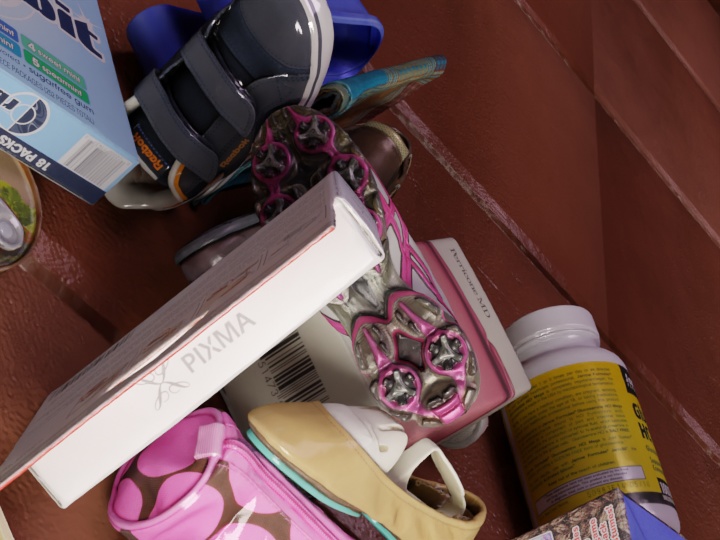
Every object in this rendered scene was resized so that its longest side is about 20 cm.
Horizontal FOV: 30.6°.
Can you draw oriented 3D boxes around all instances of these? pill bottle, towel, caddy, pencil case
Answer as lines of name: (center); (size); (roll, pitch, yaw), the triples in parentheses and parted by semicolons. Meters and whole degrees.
pill bottle: (0.177, 0.136, 1.071); (0.112, 0.112, 0.202); (23, 44, -46)
towel: (-0.025, -0.104, 0.945); (0.022, 0.146, 0.200); (60, 27, 0)
caddy: (-0.068, -0.153, 0.933); (0.106, 0.141, 0.199); (59, 29, 9)
pencil case: (-0.041, 0.161, 0.717); (0.200, 0.093, 0.091); (44, 43, -21)

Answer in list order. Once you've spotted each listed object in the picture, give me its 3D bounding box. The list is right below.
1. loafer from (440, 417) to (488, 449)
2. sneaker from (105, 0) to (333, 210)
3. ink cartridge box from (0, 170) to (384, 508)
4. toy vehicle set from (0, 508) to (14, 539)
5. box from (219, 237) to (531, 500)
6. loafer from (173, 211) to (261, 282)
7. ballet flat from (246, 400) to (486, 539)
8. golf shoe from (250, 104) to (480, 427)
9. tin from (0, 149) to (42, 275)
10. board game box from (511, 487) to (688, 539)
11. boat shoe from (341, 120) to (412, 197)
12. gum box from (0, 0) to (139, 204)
loafer: (0.046, 0.039, 1.008); (0.201, 0.072, 0.063); (61, 21, 11)
sneaker: (-0.090, -0.095, 0.784); (0.079, 0.200, 0.079); (-27, 76, -44)
ink cartridge box: (-0.076, 0.038, 0.617); (0.044, 0.199, 0.174); (51, 6, -11)
toy vehicle set: (-0.164, 0.184, 0.520); (0.124, 0.026, 0.202); (-11, 74, -63)
box: (0.008, 0.062, 0.877); (0.199, 0.108, 0.129); (-10, 70, -60)
loafer: (-0.050, -0.007, 0.896); (0.064, 0.071, 0.200); (64, 26, 5)
ballet flat: (0.009, 0.109, 0.732); (0.069, 0.063, 0.200); (42, -3, 43)
golf shoe: (0.000, 0.000, 0.755); (0.201, 0.072, 0.092); (61, 5, 6)
tin: (-0.249, -0.072, 0.673); (0.200, 0.042, 0.112); (47, 34, -20)
board game box: (0.124, 0.242, 0.790); (0.159, 0.199, 0.098); (37, 33, -34)
boat shoe: (-0.007, -0.069, 0.874); (0.075, 0.075, 0.202); (41, 15, -1)
gum box: (-0.215, -0.154, 0.750); (0.169, 0.044, 0.201); (35, 25, -44)
